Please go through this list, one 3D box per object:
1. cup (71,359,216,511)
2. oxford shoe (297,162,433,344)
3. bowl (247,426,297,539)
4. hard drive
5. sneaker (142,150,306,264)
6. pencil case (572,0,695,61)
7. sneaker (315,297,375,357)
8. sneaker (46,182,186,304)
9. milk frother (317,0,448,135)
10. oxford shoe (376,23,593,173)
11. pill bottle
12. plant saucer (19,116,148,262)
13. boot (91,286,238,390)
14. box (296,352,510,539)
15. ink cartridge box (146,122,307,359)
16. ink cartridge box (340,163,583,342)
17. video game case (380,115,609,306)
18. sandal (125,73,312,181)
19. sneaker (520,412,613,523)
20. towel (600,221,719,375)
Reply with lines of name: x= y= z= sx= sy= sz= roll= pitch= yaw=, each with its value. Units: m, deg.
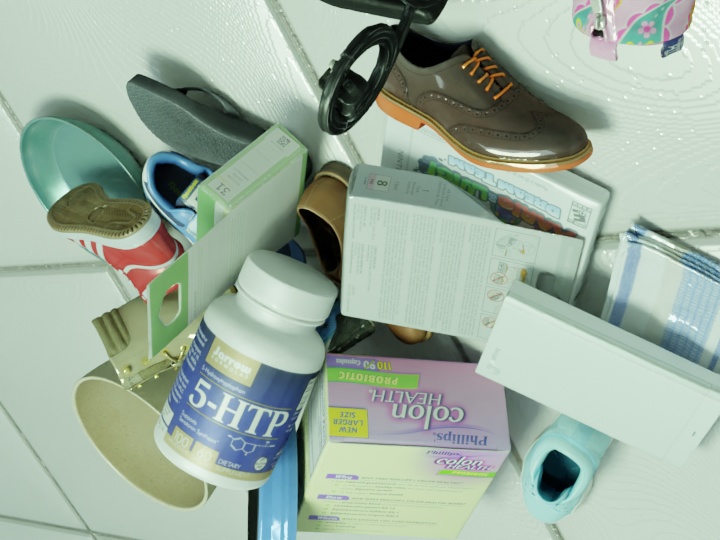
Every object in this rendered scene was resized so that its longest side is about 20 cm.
cup: x=-0.210 y=0.156 z=1.727 sx=0.200 sy=0.143 sz=0.201 roll=28 pitch=143 yaw=23
oxford shoe: x=0.000 y=0.000 z=1.416 sx=0.071 sy=0.071 sz=0.200 roll=-11 pitch=120 yaw=48
bowl: x=-0.091 y=0.236 z=1.526 sx=0.039 sy=0.201 sz=0.201 roll=2 pitch=141 yaw=-7
hard drive: x=0.204 y=0.091 z=1.281 sx=0.199 sy=0.026 sz=0.132 roll=25 pitch=147 yaw=7
sneaker: x=-0.142 y=-0.049 z=1.483 sx=0.200 sy=0.074 sz=0.082 roll=34 pitch=165 yaw=14
pencil case: x=0.176 y=-0.238 z=0.974 sx=0.087 sy=0.087 sz=0.201 roll=22 pitch=139 yaw=29
sneaker: x=-0.054 y=0.047 z=1.490 sx=0.090 sy=0.078 sz=0.200 roll=61 pitch=160 yaw=-7
sneaker: x=-0.250 y=-0.027 z=1.577 sx=0.200 sy=0.071 sz=0.113 roll=18 pitch=151 yaw=51
milk frother: x=-0.037 y=-0.222 z=1.108 sx=0.188 sy=0.200 sz=0.181 roll=20 pitch=143 yaw=31
oxford shoe: x=0.093 y=-0.136 z=1.180 sx=0.199 sy=0.071 sz=0.073 roll=24 pitch=136 yaw=27
pill bottle: x=-0.101 y=0.089 z=1.386 sx=0.119 sy=0.120 sz=0.201 roll=30 pitch=106 yaw=19
plant saucer: x=-0.288 y=-0.092 z=1.641 sx=0.200 sy=0.036 sz=0.200 roll=28 pitch=142 yaw=24
boot: x=-0.177 y=0.089 z=1.568 sx=0.200 sy=0.155 sz=0.073 roll=53 pitch=168 yaw=22
box: x=0.032 y=0.176 z=1.469 sx=0.175 sy=0.097 sz=0.200 roll=5 pitch=146 yaw=-11
ink cartridge box: x=-0.133 y=-0.026 z=1.358 sx=0.048 sy=0.200 sz=0.146 roll=42 pitch=154 yaw=17
ink cartridge box: x=0.084 y=-0.007 z=1.303 sx=0.199 sy=0.057 sz=0.163 roll=8 pitch=139 yaw=3
video game case: x=0.104 y=-0.043 z=1.291 sx=0.199 sy=0.024 sz=0.182 roll=27 pitch=142 yaw=15
sandal: x=-0.134 y=-0.136 z=1.443 sx=0.200 sy=0.043 sz=0.076 roll=26 pitch=150 yaw=9
sneaker: x=0.181 y=0.195 z=1.425 sx=0.074 sy=0.082 sz=0.200 roll=33 pitch=144 yaw=17
towel: x=0.288 y=0.055 z=1.221 sx=0.200 sy=0.024 sz=0.147 roll=30 pitch=144 yaw=19
